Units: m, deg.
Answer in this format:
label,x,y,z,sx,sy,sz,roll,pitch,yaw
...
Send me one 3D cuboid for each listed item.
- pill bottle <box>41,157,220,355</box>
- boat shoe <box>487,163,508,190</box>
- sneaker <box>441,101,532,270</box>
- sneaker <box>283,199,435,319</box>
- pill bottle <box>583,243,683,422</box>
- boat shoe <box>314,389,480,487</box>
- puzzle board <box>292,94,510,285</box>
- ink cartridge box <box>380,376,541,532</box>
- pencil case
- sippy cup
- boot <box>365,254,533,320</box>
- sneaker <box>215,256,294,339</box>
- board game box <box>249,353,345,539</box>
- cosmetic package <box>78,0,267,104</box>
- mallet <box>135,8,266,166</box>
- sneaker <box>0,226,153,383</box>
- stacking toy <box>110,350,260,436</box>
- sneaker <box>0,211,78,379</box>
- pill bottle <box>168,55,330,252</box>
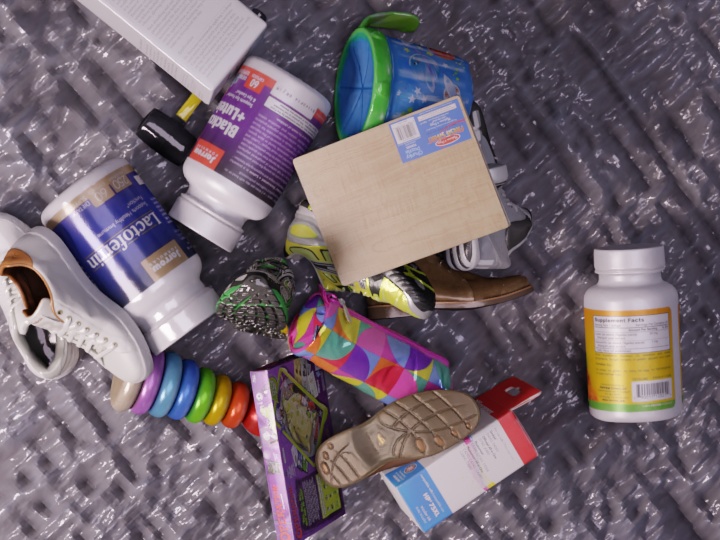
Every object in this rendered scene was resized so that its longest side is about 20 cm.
label,x,y,z,sx,sy,sz,roll,pitch,yaw
pill bottle,-0.245,-0.013,1.597,0.116,0.116,0.200,-38,92,-6
boat shoe,0.089,-0.076,1.644,0.071,0.200,0.064,-17,93,-45
sneaker,0.149,-0.095,1.715,0.115,0.075,0.201,7,81,-35
sneaker,0.000,0.000,1.662,0.200,0.075,0.077,37,104,22
pill bottle,0.321,0.072,1.731,0.111,0.111,0.201,-4,95,-11
boat shoe,0.045,0.184,1.658,0.200,0.068,0.072,-25,83,17
puzzle board,0.044,-0.085,1.582,0.199,0.017,0.151,-20,96,17
ink cartridge box,0.126,0.209,1.700,0.200,0.116,0.067,-32,101,-7
pencil case,0.013,0.097,1.670,0.200,0.088,0.089,30,88,-24
sippy cup,0.052,-0.199,1.651,0.130,0.140,0.179,5,101,-20
boot,0.104,0.012,1.708,0.199,0.074,0.076,-5,85,-9
sneaker,-0.112,0.021,1.603,0.078,0.200,0.086,10,82,-1
board game box,-0.069,0.198,1.666,0.032,0.120,0.201,-6,96,25
cosmetic package,-0.212,-0.286,1.600,0.200,0.071,0.102,39,79,-4
mallet,-0.164,-0.205,1.653,0.066,0.041,0.200,45,81,-10
sneaker,-0.306,0.054,1.543,0.200,0.073,0.085,49,42,-9
stacking toy,-0.177,0.140,1.660,0.199,0.085,0.086,16,91,-19
sneaker,-0.360,0.028,1.597,0.078,0.099,0.201,-26,99,-8
pill bottle,-0.128,-0.126,1.626,0.111,0.111,0.200,31,88,-12
